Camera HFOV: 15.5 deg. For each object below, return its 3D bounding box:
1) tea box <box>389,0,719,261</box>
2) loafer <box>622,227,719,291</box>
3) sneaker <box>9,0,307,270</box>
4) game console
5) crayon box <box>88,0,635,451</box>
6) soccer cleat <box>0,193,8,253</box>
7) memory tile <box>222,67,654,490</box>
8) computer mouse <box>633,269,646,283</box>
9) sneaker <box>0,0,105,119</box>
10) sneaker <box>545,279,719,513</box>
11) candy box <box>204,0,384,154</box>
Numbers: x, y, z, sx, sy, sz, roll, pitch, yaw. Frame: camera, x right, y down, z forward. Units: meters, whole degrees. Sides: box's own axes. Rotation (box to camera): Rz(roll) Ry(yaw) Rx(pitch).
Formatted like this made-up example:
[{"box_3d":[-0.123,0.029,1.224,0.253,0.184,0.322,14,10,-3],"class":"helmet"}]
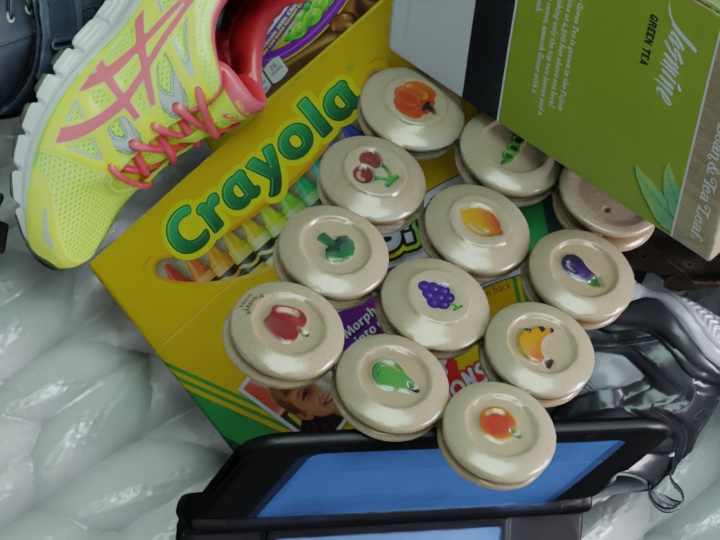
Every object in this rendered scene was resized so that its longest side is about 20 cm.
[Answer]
[{"box_3d":[0.152,-0.144,1.199,0.196,0.134,0.200,35,51,24],"class":"tea box"},{"box_3d":[0.172,-0.027,1.293,0.199,0.071,0.073,14,63,29],"class":"loafer"},{"box_3d":[-0.092,-0.083,1.252,0.090,0.078,0.201,31,96,22],"class":"sneaker"},{"box_3d":[0.025,0.141,1.191,0.199,0.116,0.177,-1,102,-18],"class":"game console"},{"box_3d":[0.000,0.000,1.270,0.200,0.058,0.173,-41,81,8],"class":"crayon box"},{"box_3d":[-0.225,0.038,1.240,0.086,0.070,0.201,8,59,4],"class":"soccer cleat"},{"box_3d":[0.041,-0.002,1.162,0.153,0.017,0.200,26,50,4],"class":"memory tile"},{"box_3d":[0.081,-0.049,1.350,0.200,0.034,0.059,35,76,-28],"class":"computer mouse"},{"box_3d":[-0.147,-0.168,1.273,0.077,0.203,0.146,24,21,38],"class":"sneaker"},{"box_3d":[0.084,0.051,1.321,0.199,0.076,0.114,18,77,11],"class":"sneaker"},{"box_3d":[-0.013,-0.146,1.331,0.200,0.026,0.102,-41,46,9],"class":"candy box"}]
